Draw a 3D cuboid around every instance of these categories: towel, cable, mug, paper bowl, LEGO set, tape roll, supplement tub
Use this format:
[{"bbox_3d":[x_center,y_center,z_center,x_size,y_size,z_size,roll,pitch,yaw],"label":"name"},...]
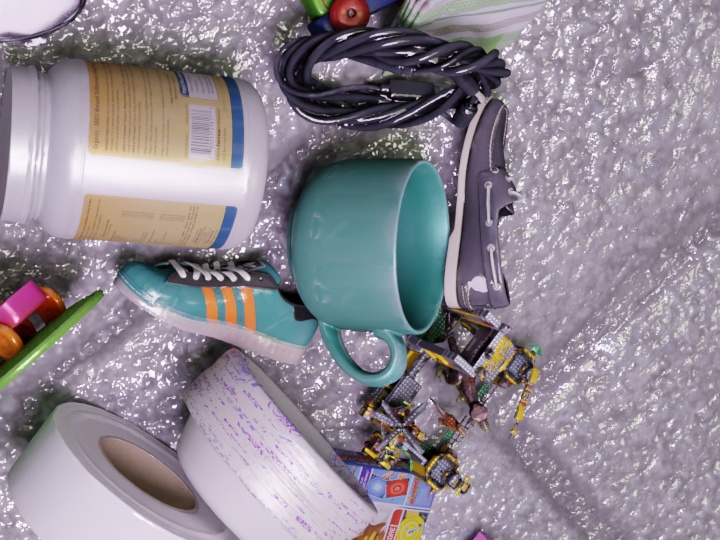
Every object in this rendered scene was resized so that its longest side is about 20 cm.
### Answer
[{"bbox_3d":[0.100,-0.217,1.035,0.149,0.200,0.031,-14,81,-14],"label":"towel"},{"bbox_3d":[0.025,-0.161,1.048,0.199,0.163,0.051,7,78,-21],"label":"cable"},{"bbox_3d":[-0.001,-0.011,1.078,0.114,0.185,0.152,3,138,22],"label":"mug"},{"bbox_3d":[-0.085,0.175,1.099,0.104,0.201,0.201,-43,117,-2],"label":"paper bowl"},{"bbox_3d":[0.099,0.123,1.176,0.200,0.116,0.154,-45,114,-13],"label":"LEGO set"},{"bbox_3d":[-0.202,0.203,1.068,0.202,0.202,0.071,35,94,-26],"label":"tape roll"},{"bbox_3d":[-0.187,-0.094,0.998,0.199,0.145,0.145,4,107,-21],"label":"supplement tub"}]

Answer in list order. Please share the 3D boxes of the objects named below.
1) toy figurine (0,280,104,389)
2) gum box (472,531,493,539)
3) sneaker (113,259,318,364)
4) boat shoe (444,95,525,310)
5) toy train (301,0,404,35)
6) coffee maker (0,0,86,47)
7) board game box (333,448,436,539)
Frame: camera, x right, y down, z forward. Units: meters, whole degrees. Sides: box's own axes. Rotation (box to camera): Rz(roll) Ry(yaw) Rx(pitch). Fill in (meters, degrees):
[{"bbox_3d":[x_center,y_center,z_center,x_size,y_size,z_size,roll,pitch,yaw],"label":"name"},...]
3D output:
[{"bbox_3d":[-0.338,0.011,1.005,0.184,0.200,0.150,49,45,-8],"label":"toy figurine"},{"bbox_3d":[0.113,0.382,1.284,0.200,0.113,0.066,-48,135,1],"label":"gum box"},{"bbox_3d":[-0.123,0.018,1.107,0.199,0.071,0.080,21,100,-33],"label":"sneaker"},{"bbox_3d":[0.124,-0.061,1.136,0.062,0.073,0.201,8,86,20],"label":"boat shoe"},{"bbox_3d":[0.029,-0.286,1.050,0.199,0.085,0.116,-29,102,-8],"label":"toy train"},{"bbox_3d":[-0.273,-0.268,0.876,0.135,0.200,0.192,-39,117,-4],"label":"coffee maker"},{"bbox_3d":[-0.011,0.285,1.255,0.135,0.034,0.201,12,103,-23],"label":"board game box"}]
